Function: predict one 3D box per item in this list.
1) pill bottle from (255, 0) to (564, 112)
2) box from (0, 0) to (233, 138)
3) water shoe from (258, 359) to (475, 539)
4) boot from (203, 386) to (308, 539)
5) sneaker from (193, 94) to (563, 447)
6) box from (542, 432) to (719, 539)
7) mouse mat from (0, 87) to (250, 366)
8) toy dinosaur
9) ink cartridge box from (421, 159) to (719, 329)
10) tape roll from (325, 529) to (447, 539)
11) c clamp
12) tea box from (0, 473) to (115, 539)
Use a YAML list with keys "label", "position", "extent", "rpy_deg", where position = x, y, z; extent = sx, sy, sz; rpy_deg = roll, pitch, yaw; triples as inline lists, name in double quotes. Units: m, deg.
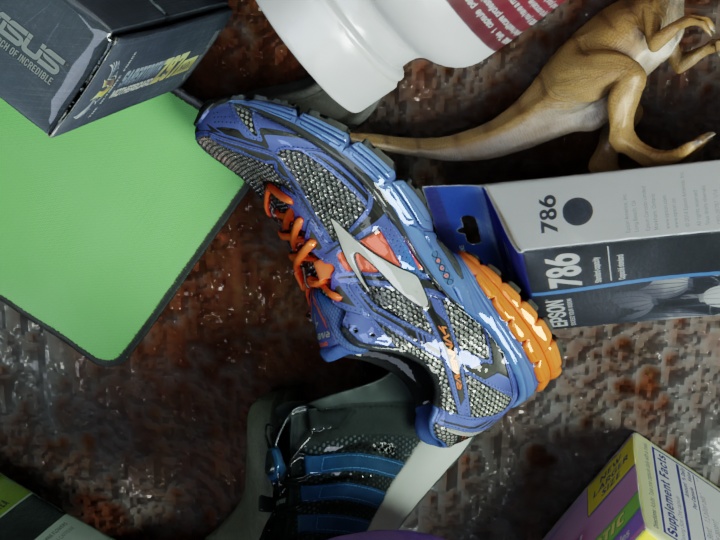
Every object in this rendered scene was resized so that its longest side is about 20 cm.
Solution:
- label: "pill bottle"
  position: [0.052, -0.156, 0.649]
  extent: [0.200, 0.113, 0.113]
  rpy_deg: [-36, 104, 14]
- label: "box"
  position: [-0.159, -0.141, 0.647]
  extent: [0.200, 0.158, 0.051]
  rpy_deg: [38, 108, 2]
- label: "water shoe"
  position: [-0.022, 0.101, 0.746]
  extent: [0.079, 0.200, 0.071]
  rpy_deg: [47, 143, -7]
- label: "boot"
  position: [-0.083, 0.153, 0.833]
  extent: [0.130, 0.068, 0.201]
  rpy_deg: [4, 112, 12]
- label: "sneaker"
  position: [0.000, 0.000, 0.716]
  extent: [0.200, 0.075, 0.079]
  rpy_deg: [43, 78, -5]
- label: "box"
  position: [0.163, 0.216, 0.804]
  extent: [0.199, 0.097, 0.176]
  rpy_deg: [35, 111, -7]
- label: "mouse mat"
  position: [-0.162, -0.056, 0.772]
  extent: [0.199, 0.008, 0.161]
  rpy_deg: [34, 121, -9]
- label: "toy dinosaur"
  position: [0.100, -0.079, 0.724]
  extent: [0.200, 0.060, 0.106]
  rpy_deg: [-38, 80, 14]
- label: "ink cartridge box"
  position: [0.131, -0.011, 0.720]
  extent: [0.199, 0.039, 0.100]
  rpy_deg: [-5, 157, 11]
- label: "tape roll"
  position: [0.001, 0.212, 0.680]
  extent: [0.199, 0.066, 0.201]
  rpy_deg: [-13, 118, -25]
- label: "c clamp"
  position: [-0.088, -0.124, 0.735]
  extent: [0.199, 0.027, 0.172]
  rpy_deg: [-5, 112, 10]
- label: "tea box"
  position: [-0.246, 0.181, 0.770]
  extent: [0.196, 0.200, 0.134]
  rpy_deg: [29, 114, 10]
